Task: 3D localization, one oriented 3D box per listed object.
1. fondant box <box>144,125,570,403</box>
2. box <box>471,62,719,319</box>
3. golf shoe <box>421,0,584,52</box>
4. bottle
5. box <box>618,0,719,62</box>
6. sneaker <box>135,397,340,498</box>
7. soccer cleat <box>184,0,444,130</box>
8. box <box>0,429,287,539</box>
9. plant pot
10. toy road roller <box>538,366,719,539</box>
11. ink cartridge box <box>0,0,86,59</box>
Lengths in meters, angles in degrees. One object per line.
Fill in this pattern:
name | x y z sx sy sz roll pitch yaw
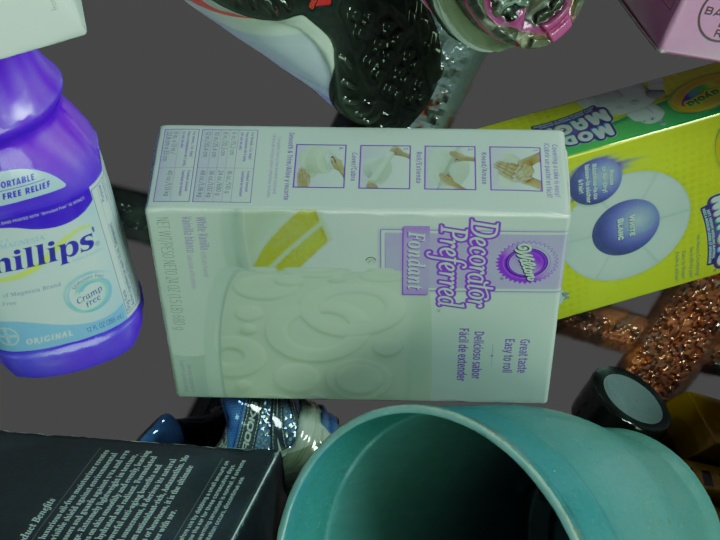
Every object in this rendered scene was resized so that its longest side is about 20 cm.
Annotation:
fondant box | 0.000 0.000 0.755 0.197 0.059 0.145 0 139 1
box | 0.146 -0.040 0.822 0.197 0.049 0.118 -17 132 -5
golf shoe | 0.015 -0.179 0.647 0.072 0.092 0.201 -38 111 -19
bottle | -0.159 -0.041 0.710 0.082 0.066 0.202 -13 131 -5
box | 0.230 -0.195 0.689 0.173 0.097 0.202 6 125 -21
sneaker | -0.104 0.125 0.868 0.085 0.077 0.200 39 112 -20
soccer cleat | -0.031 -0.125 0.694 0.199 0.073 0.069 28 91 -52
box | -0.140 0.203 0.805 0.195 0.124 0.203 2 117 16
plant pot | 0.088 0.161 0.781 0.187 0.200 0.201 -3 135 -50
toy road roller | 0.195 0.164 0.936 0.198 0.147 0.124 15 123 -27
ink cartridge box | -0.216 -0.121 0.595 0.197 0.116 0.068 -16 131 -3
